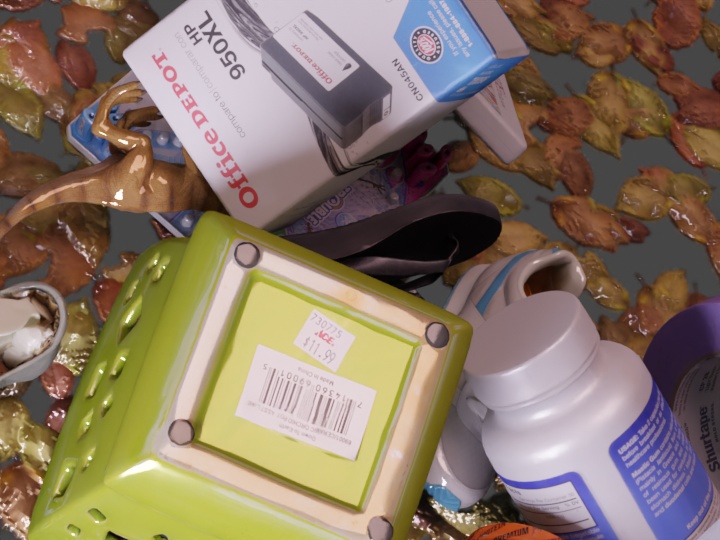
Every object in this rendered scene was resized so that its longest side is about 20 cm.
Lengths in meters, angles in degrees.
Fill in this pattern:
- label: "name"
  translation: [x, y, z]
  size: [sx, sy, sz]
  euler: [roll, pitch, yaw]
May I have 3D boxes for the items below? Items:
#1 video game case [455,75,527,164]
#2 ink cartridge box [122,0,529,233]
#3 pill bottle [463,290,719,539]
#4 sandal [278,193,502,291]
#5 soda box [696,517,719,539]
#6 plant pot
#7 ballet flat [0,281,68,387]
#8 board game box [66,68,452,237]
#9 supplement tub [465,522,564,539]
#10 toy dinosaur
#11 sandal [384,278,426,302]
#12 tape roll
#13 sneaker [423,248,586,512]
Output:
- label: "video game case"
  translation: [0.033, -0.172, 1.803]
  size: [0.200, 0.023, 0.182]
  euler: [46, 12, -16]
- label: "ink cartridge box"
  translation: [-0.022, -0.133, 1.656]
  size: [0.145, 0.200, 0.084]
  euler: [56, 19, 4]
- label: "pill bottle"
  translation: [0.143, 0.114, 1.653]
  size: [0.200, 0.112, 0.112]
  euler: [59, 46, -22]
- label: "sandal"
  translation: [-0.001, 0.000, 1.710]
  size: [0.199, 0.076, 0.043]
  euler: [-14, 63, -22]
- label: "soda box"
  translation: [0.191, 0.225, 1.597]
  size: [0.068, 0.200, 0.064]
  euler: [25, 50, -9]
- label: "plant pot"
  translation: [-0.055, 0.090, 1.548]
  size: [0.199, 0.181, 0.200]
  euler: [24, 69, -10]
- label: "ballet flat"
  translation: [-0.256, 0.055, 1.580]
  size: [0.200, 0.064, 0.067]
  euler: [-26, 73, -36]
- label: "board game box"
  translation: [-0.061, -0.084, 1.795]
  size: [0.200, 0.026, 0.200]
  euler: [41, 50, 4]
- label: "supplement tub"
  translation: [0.067, 0.250, 1.570]
  size: [0.122, 0.123, 0.200]
  euler: [33, 50, -2]
- label: "toy dinosaur"
  translation: [-0.148, -0.058, 1.688]
  size: [0.199, 0.060, 0.107]
  euler: [-1, 67, -17]
- label: "sandal"
  translation: [-0.016, 0.063, 1.703]
  size: [0.075, 0.048, 0.201]
  euler: [38, 49, 1]
- label: "tape roll"
  translation: [0.273, 0.105, 1.719]
  size: [0.085, 0.200, 0.200]
  euler: [-20, 69, -34]
- label: "sneaker"
  translation: [0.084, 0.063, 1.721]
  size: [0.076, 0.081, 0.200]
  euler: [43, 47, -26]
